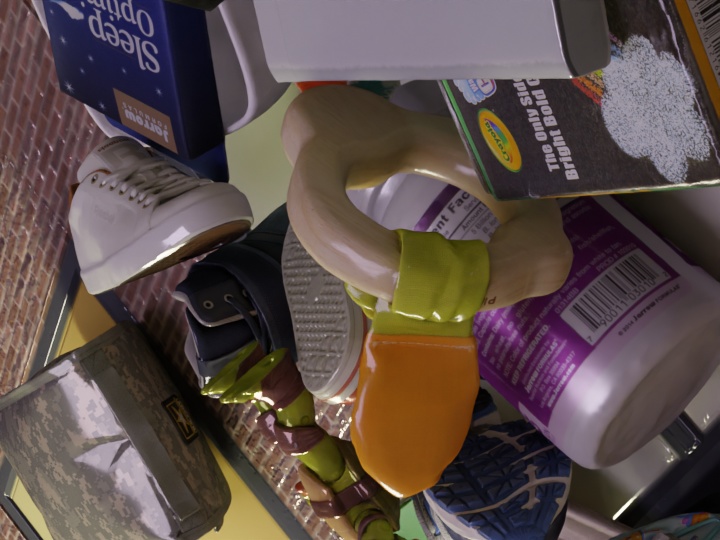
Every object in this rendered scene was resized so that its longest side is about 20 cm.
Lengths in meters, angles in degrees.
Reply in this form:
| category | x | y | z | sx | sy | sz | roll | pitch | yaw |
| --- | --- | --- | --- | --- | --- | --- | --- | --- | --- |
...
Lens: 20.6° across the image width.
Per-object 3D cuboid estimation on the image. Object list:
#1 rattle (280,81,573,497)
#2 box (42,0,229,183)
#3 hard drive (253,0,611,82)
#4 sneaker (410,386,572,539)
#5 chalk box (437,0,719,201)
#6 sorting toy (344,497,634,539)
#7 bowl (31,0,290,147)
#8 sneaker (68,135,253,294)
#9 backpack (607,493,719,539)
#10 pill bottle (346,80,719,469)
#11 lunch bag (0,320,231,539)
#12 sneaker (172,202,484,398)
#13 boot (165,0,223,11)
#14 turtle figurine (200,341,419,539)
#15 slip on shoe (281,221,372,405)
| category | x | y | z | sx | sy | sz | roll | pitch | yaw |
| --- | --- | --- | --- | --- | --- | --- | --- | --- | --- |
| rattle | 0.008 | -0.020 | 0.937 | 0.200 | 0.130 | 0.143 | 47 | 154 | 38 |
| box | -0.131 | -0.141 | 1.100 | 0.121 | 0.032 | 0.200 | 29 | 140 | 38 |
| hard drive | 0.014 | -0.143 | 0.805 | 0.200 | 0.026 | 0.132 | 7 | 113 | 54 |
| sneaker | 0.068 | 0.122 | 1.026 | 0.200 | 0.077 | 0.085 | -127 | 23 | -75 |
| chalk box | 0.107 | -0.111 | 0.842 | 0.200 | 0.124 | 0.125 | 1 | 118 | 56 |
| sorting toy | 0.068 | 0.204 | 1.156 | 0.185 | 0.036 | 0.200 | 23 | 119 | 16 |
| bowl | -0.115 | -0.176 | 1.145 | 0.200 | 0.075 | 0.200 | -1 | 115 | 55 |
| sneaker | -0.127 | -0.038 | 1.127 | 0.200 | 0.073 | 0.085 | -15 | 94 | 62 |
| backpack | 0.138 | 0.204 | 1.000 | 0.127 | 0.200 | 0.167 | 46 | 148 | 19 |
| pill bottle | 0.079 | -0.005 | 0.983 | 0.200 | 0.112 | 0.112 | 43 | 146 | 24 |
| lunch bag | -0.180 | 0.133 | 1.469 | 0.164 | 0.118 | 0.200 | 60 | 154 | -2 |
| sneaker | -0.014 | 0.035 | 1.121 | 0.202 | 0.146 | 0.077 | 28 | 136 | 38 |
| boot | -0.070 | -0.247 | 0.936 | 0.165 | 0.066 | 0.200 | -48 | 51 | 44 |
| turtle figurine | -0.012 | 0.114 | 1.055 | 0.161 | 0.064 | 0.200 | 54 | 180 | -13 |
| slip on shoe | 0.000 | 0.000 | 1.067 | 0.074 | 0.061 | 0.200 | -51 | 29 | 31 |
